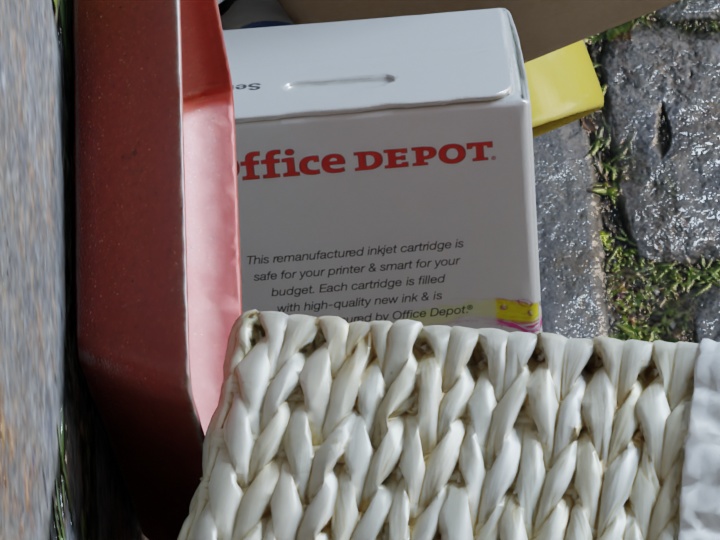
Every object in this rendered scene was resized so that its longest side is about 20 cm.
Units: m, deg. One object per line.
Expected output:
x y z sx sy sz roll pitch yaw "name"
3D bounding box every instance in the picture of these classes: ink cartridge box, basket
0.000 0.000 1.121 0.084 0.145 0.200 -93 178 -57 "ink cartridge box"
0.028 0.135 0.784 0.198 0.161 0.200 85 16 -62 "basket"

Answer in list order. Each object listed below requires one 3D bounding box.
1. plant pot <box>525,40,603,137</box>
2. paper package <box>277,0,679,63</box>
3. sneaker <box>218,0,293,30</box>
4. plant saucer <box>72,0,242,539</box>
0.014 -0.146 1.533 0.201 0.200 0.189 -26 96 -89 "plant pot"
0.037 -0.184 1.144 0.200 0.190 0.104 54 22 -46 "paper package"
-0.034 -0.041 1.258 0.077 0.076 0.200 -99 -178 -48 "sneaker"
-0.062 -0.016 0.855 0.200 0.037 0.200 85 1 -66 "plant saucer"
